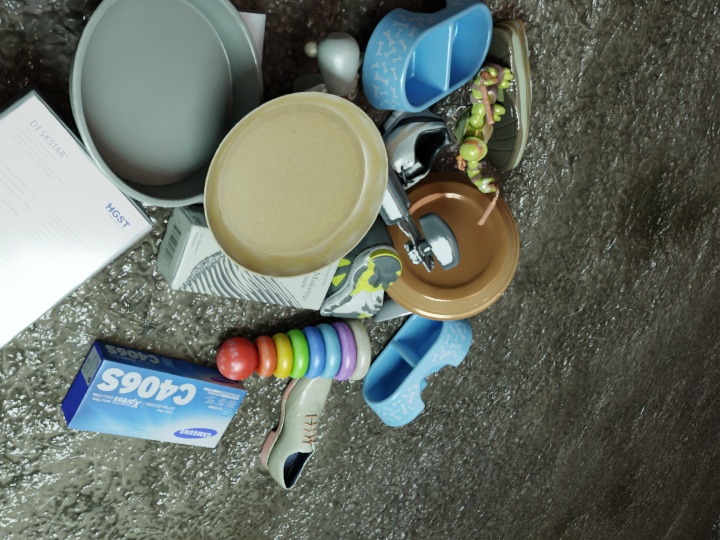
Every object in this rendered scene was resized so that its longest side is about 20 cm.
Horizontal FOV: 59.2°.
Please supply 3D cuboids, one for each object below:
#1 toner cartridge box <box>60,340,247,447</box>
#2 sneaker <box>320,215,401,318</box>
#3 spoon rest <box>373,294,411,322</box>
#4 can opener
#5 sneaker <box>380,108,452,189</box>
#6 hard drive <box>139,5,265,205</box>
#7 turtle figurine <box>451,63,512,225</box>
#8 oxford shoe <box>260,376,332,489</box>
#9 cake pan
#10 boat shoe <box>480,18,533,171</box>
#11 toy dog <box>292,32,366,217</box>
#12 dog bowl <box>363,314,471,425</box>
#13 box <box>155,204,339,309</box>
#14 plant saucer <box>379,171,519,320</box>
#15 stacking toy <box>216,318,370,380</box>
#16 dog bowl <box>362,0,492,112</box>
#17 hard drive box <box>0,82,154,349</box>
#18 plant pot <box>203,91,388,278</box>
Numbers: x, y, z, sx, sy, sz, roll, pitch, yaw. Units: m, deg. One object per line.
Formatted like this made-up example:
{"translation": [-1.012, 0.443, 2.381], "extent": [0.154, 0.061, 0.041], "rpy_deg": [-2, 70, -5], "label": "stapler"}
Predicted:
{"translation": [-0.247, 0.157, 0.780], "extent": [0.199, 0.043, 0.095], "rpy_deg": [23, 103, -42], "label": "toner cartridge box"}
{"translation": [0.000, 0.000, 0.813], "extent": [0.074, 0.085, 0.200], "rpy_deg": [6, 152, -21], "label": "sneaker"}
{"translation": [0.108, 0.036, 0.895], "extent": [0.199, 0.061, 0.099], "rpy_deg": [-24, 178, 21], "label": "spoon rest"}
{"translation": [0.049, -0.084, 0.749], "extent": [0.066, 0.053, 0.200], "rpy_deg": [-28, 112, 19], "label": "can opener"}
{"translation": [0.031, -0.123, 0.789], "extent": [0.200, 0.080, 0.074], "rpy_deg": [-51, 135, 3], "label": "sneaker"}
{"translation": [-0.170, -0.167, 0.653], "extent": [0.131, 0.027, 0.201], "rpy_deg": [-7, 120, -32], "label": "hard drive"}
{"translation": [0.144, -0.170, 0.774], "extent": [0.162, 0.064, 0.201], "rpy_deg": [-66, 153, -44], "label": "turtle figurine"}
{"translation": [-0.079, 0.223, 0.918], "extent": [0.071, 0.074, 0.201], "rpy_deg": [8, 111, -38], "label": "oxford shoe"}
{"translation": [-0.172, -0.160, 0.572], "extent": [0.200, 0.037, 0.201], "rpy_deg": [-28, 126, -46], "label": "cake pan"}
{"translation": [0.208, -0.236, 0.858], "extent": [0.076, 0.071, 0.201], "rpy_deg": [-36, 135, -34], "label": "boat shoe"}
{"translation": [-0.066, -0.160, 0.690], "extent": [0.096, 0.132, 0.201], "rpy_deg": [16, 105, 0], "label": "toy dog"}
{"translation": [0.080, 0.136, 0.951], "extent": [0.050, 0.111, 0.200], "rpy_deg": [39, 91, -29], "label": "dog bowl"}
{"translation": [-0.128, -0.013, 0.746], "extent": [0.199, 0.068, 0.083], "rpy_deg": [10, 110, -38], "label": "box"}
{"translation": [0.111, -0.036, 0.830], "extent": [0.200, 0.200, 0.037], "rpy_deg": [-45, 172, -5], "label": "plant saucer"}
{"translation": [-0.090, 0.111, 0.838], "extent": [0.199, 0.085, 0.086], "rpy_deg": [-2, 117, -26], "label": "stacking toy"}
{"translation": [0.084, -0.251, 0.728], "extent": [0.200, 0.049, 0.112], "rpy_deg": [-39, 144, -34], "label": "dog bowl"}
{"translation": [-0.318, -0.043, 0.571], "extent": [0.200, 0.077, 0.156], "rpy_deg": [-40, 122, -9], "label": "hard drive box"}
{"translation": [-0.064, -0.085, 0.646], "extent": [0.199, 0.027, 0.201], "rpy_deg": [-16, 126, -23], "label": "plant pot"}
